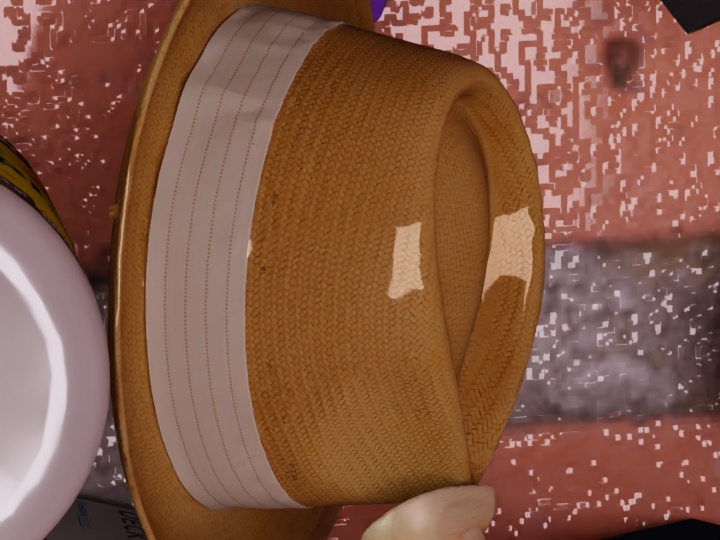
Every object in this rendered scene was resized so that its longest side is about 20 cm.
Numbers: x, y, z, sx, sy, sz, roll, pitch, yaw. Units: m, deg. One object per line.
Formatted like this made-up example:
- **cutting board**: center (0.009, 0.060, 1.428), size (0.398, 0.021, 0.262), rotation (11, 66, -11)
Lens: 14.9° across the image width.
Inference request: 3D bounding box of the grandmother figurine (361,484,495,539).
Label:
- **grandmother figurine**: center (0.048, 0.164, 0.740), size (0.060, 0.121, 0.201), rotation (-17, 69, -25)

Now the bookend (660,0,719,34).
- **bookend**: center (0.071, -0.140, 0.752), size (0.199, 0.092, 0.200), rotation (51, 53, -14)

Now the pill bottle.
- **pill bottle**: center (-0.127, 0.011, 0.729), size (0.109, 0.200, 0.110), rotation (-2, 100, -11)

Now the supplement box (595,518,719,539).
- **supplement box**: center (0.131, 0.199, 0.799), size (0.134, 0.199, 0.201), rotation (-4, 104, -52)

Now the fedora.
- **fedora**: center (0.000, 0.000, 0.759), size (0.081, 0.200, 0.202), rotation (7, 100, 22)

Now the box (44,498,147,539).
- **box**: center (-0.153, 0.116, 0.815), size (0.199, 0.060, 0.117), rotation (14, 97, -14)

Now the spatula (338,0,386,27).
- **spatula**: center (0.045, -0.101, 0.838), size (0.199, 0.021, 0.057), rotation (-1, 112, -14)
